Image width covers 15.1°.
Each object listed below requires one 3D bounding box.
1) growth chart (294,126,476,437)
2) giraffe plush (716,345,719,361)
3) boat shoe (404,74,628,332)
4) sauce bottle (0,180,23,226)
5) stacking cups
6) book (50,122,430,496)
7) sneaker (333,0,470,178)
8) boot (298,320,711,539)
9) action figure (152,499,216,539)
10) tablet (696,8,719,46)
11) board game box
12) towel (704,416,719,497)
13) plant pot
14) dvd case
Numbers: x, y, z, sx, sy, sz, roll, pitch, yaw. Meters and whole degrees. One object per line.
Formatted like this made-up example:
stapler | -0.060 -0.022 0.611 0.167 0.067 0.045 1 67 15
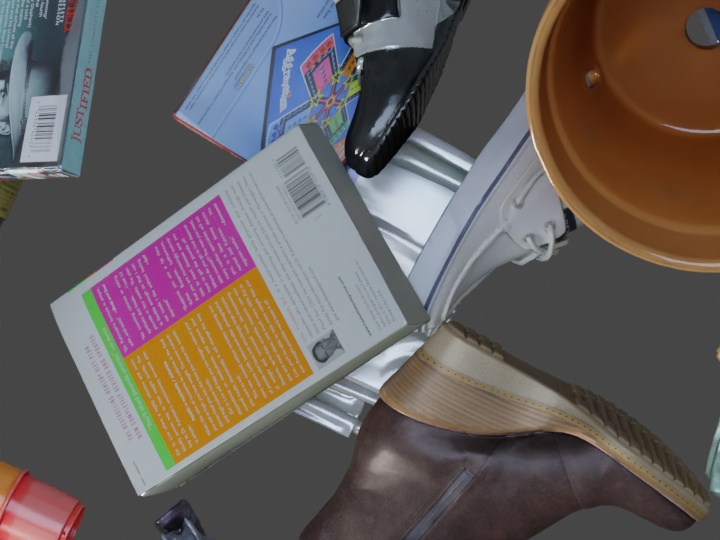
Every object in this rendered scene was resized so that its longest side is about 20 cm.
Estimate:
growth chart | 0.000 0.000 1.616 0.145 0.018 0.200 35 89 6
giraffe plush | 0.288 0.048 1.514 0.162 0.200 0.173 19 92 32
boat shoe | 0.096 -0.039 1.575 0.070 0.071 0.200 33 76 7
sauce bottle | -0.237 -0.048 1.613 0.066 0.066 0.200 22 86 5
stacking cups | -0.260 0.114 1.603 0.200 0.061 0.061 23 87 6
book | -0.074 0.024 1.569 0.200 0.048 0.134 -34 78 24
sneaker | 0.014 -0.150 1.575 0.088 0.074 0.200 20 71 3
boot | 0.084 0.142 1.587 0.200 0.072 0.166 31 103 1
action figure | -0.070 0.234 1.579 0.130 0.069 0.200 -40 87 -5
tablet | 0.249 -0.206 1.617 0.130 0.014 0.200 -22 83 2
board game box | -0.015 -0.147 1.618 0.103 0.019 0.200 32 82 7
towel | 0.296 0.050 1.589 0.152 0.023 0.200 13 86 4
plant pot | 0.192 -0.115 1.485 0.200 0.140 0.200 2 110 5
dvd case | -0.236 -0.121 1.585 0.200 0.022 0.146 -3 74 34
